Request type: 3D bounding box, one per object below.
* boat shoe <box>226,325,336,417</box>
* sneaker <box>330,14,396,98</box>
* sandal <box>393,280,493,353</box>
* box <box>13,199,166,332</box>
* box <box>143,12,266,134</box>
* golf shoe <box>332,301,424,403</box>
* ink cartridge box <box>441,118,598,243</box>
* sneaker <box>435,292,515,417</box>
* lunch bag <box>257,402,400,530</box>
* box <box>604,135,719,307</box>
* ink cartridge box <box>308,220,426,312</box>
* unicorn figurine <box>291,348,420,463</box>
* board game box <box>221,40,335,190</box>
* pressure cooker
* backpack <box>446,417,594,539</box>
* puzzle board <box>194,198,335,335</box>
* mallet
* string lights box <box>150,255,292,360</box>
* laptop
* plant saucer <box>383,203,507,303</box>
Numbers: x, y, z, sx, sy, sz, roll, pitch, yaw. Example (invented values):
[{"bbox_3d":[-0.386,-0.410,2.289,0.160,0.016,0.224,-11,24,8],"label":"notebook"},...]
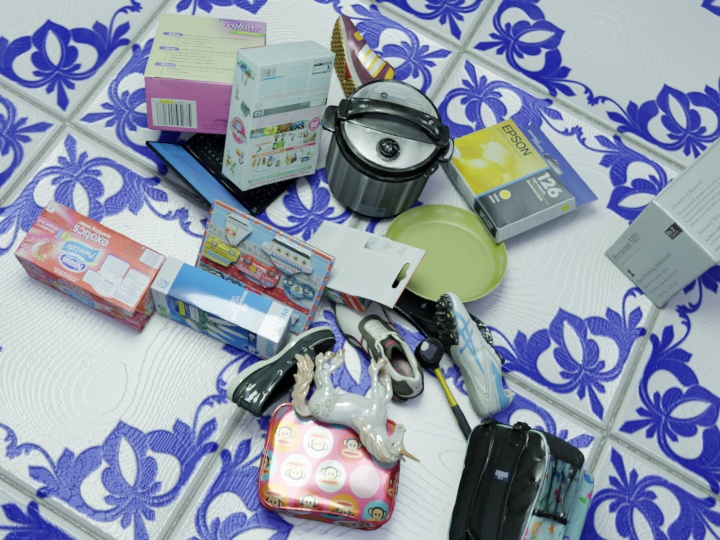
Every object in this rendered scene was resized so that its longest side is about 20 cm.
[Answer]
[{"bbox_3d":[-0.096,0.147,1.201,0.066,0.075,0.198,38,40,26],"label":"boat shoe"},{"bbox_3d":[0.011,-0.347,1.443,0.089,0.075,0.202,-11,76,-19],"label":"sneaker"},{"bbox_3d":[0.115,0.068,1.297,0.199,0.048,0.076,32,68,6],"label":"sandal"},{"bbox_3d":[-0.390,-0.005,1.240,0.198,0.096,0.100,25,67,4],"label":"box"},{"bbox_3d":[-0.241,-0.314,1.342,0.173,0.097,0.201,3,44,-6],"label":"box"},{"bbox_3d":[0.033,0.100,1.255,0.077,0.088,0.201,-34,74,-16],"label":"golf shoe"},{"bbox_3d":[0.259,-0.162,1.385,0.198,0.047,0.199,-24,58,-12],"label":"ink cartridge box"},{"bbox_3d":[0.169,0.119,1.245,0.072,0.072,0.202,-28,103,-16],"label":"sneaker"},{"bbox_3d":[-0.041,0.261,1.183,0.197,0.082,0.178,11,67,-2],"label":"lunch bag"},{"bbox_3d":[0.524,-0.077,1.321,0.199,0.199,0.131,-39,76,-19],"label":"box"},{"bbox_3d":[0.000,0.000,1.259,0.198,0.051,0.110,18,64,34],"label":"ink cartridge box"},{"bbox_3d":[-0.001,0.186,1.155,0.197,0.074,0.139,8,67,12],"label":"unicorn figurine"},{"bbox_3d":[-0.124,-0.233,1.261,0.147,0.202,0.064,-19,44,-40],"label":"board game box"},{"bbox_3d":[0.040,-0.194,1.307,0.175,0.200,0.180,-28,74,-19],"label":"pressure cooker"},{"bbox_3d":[0.210,0.322,1.138,0.150,0.177,0.202,31,72,-25],"label":"backpack"},{"bbox_3d":[-0.149,0.000,1.247,0.198,0.152,0.017,26,33,4],"label":"puzzle board"},{"bbox_3d":[0.135,0.195,1.260,0.041,0.066,0.202,-25,88,-10],"label":"mallet"},{"bbox_3d":[-0.201,0.059,1.233,0.198,0.103,0.059,23,65,3],"label":"string lights box"},{"bbox_3d":[-0.204,-0.183,1.329,0.177,0.103,0.200,43,70,10],"label":"laptop"},{"bbox_3d":[0.131,-0.021,1.321,0.197,0.031,0.202,3,51,-4],"label":"plant saucer"}]
